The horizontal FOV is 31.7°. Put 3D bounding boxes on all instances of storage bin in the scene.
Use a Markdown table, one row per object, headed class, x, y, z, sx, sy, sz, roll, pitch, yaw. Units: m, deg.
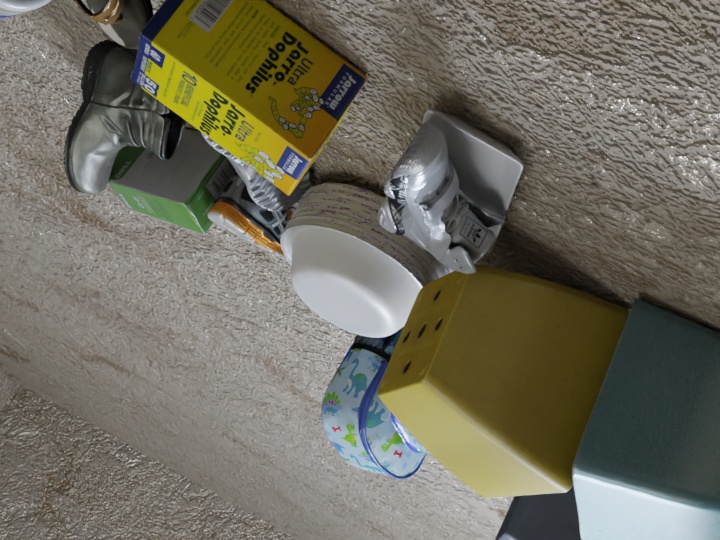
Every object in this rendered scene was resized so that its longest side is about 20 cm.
| class | x | y | z | sx | sy | sz | roll | pitch | yaw |
| --- | --- | --- | --- | --- | --- | --- | --- | --- | --- |
| storage bin | 0.284 | 0.361 | 1.752 | 0.199 | 0.135 | 0.146 | 33 | 158 | 7 |

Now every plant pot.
| class | x | y | z | sx | sy | sz | roll | pitch | yaw |
| --- | --- | --- | --- | --- | --- | --- | --- | --- | --- |
| plant pot | 0.134 | 0.105 | 1.324 | 0.175 | 0.202 | 0.200 | 29 | 160 | -13 |
| plant pot | 0.338 | 0.181 | 1.256 | 0.197 | 0.198 | 0.197 | 16 | 153 | 22 |

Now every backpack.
| class | x | y | z | sx | sy | sz | roll | pitch | yaw |
| --- | --- | --- | --- | --- | --- | --- | --- | --- | --- |
| backpack | 0.054 | 0.154 | 1.579 | 0.146 | 0.201 | 0.184 | 14 | 150 | 41 |

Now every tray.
| class | x | y | z | sx | sy | sz | roll | pitch | yaw |
| --- | --- | --- | --- | --- | --- | --- | --- | --- | --- |
| tray | 0.103 | -0.089 | 1.248 | 0.107 | 0.022 | 0.201 | 32 | 158 | 10 |

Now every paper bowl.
| class | x | y | z | sx | sy | sz | roll | pitch | yaw |
| --- | --- | --- | --- | --- | --- | --- | --- | --- | --- |
| paper bowl | 0.000 | 0.000 | 1.452 | 0.198 | 0.105 | 0.201 | 24 | 155 | 12 |

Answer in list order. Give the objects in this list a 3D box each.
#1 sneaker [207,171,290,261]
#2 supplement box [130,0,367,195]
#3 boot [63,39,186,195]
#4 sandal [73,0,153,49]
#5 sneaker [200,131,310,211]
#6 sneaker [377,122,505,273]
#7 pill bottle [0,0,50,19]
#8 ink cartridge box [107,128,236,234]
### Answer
| class | x | y | z | sx | sy | sz | roll | pitch | yaw |
| --- | --- | --- | --- | --- | --- | --- | --- | --- | --- |
| sneaker | -0.117 | -0.067 | 1.551 | 0.077 | 0.078 | 0.200 | 22 | 174 | 17 |
| supplement box | -0.111 | -0.187 | 1.236 | 0.199 | 0.110 | 0.109 | 35 | 159 | -3 |
| boot | -0.272 | -0.157 | 1.479 | 0.130 | 0.068 | 0.202 | 29 | 120 | 21 |
| sandal | -0.246 | -0.273 | 1.209 | 0.081 | 0.055 | 0.200 | 30 | 159 | 6 |
| sneaker | -0.120 | -0.145 | 1.424 | 0.200 | 0.074 | 0.082 | 53 | -173 | -49 |
| sneaker | 0.083 | -0.065 | 1.202 | 0.114 | 0.076 | 0.200 | 32 | 164 | 4 |
| pill bottle | -0.405 | -0.329 | 1.357 | 0.199 | 0.120 | 0.120 | 5 | 144 | 51 |
| ink cartridge box | -0.243 | -0.123 | 1.568 | 0.198 | 0.104 | 0.060 | 17 | 153 | 37 |
